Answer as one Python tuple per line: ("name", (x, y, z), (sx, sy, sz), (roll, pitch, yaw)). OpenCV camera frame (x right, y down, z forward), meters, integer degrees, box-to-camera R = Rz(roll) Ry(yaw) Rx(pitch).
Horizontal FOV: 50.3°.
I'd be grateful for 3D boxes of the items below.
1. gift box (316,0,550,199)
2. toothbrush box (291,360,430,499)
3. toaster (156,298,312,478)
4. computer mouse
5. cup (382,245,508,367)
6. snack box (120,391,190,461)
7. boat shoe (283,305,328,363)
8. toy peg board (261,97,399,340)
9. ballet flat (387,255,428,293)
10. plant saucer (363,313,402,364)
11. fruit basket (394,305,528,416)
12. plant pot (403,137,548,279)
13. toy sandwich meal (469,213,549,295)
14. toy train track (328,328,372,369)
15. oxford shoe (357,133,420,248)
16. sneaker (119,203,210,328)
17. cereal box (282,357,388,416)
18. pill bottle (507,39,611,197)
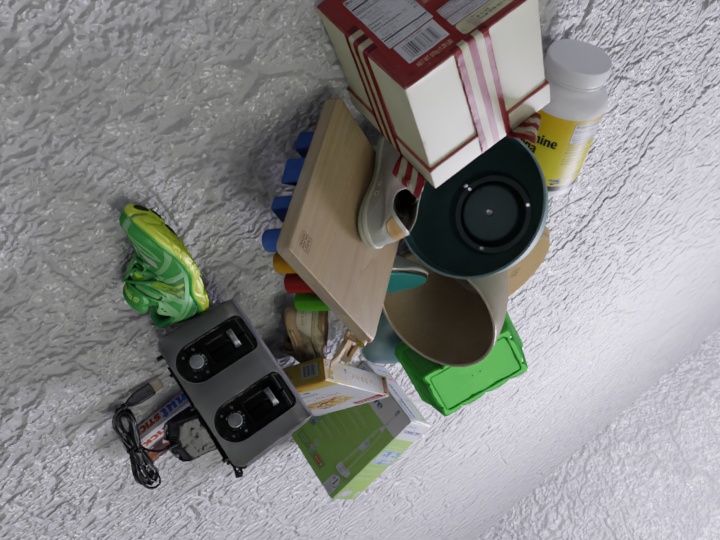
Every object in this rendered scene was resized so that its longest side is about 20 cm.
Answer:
("gift box", (0.083, -0.203, 0.796), (0.184, 0.200, 0.187), (-33, 150, -1))
("toothbrush box", (-0.002, 0.285, 1.362), (0.200, 0.146, 0.086), (-47, 147, 11))
("toaster", (-0.158, 0.152, 0.966), (0.118, 0.181, 0.200), (-32, 171, -15))
("computer mouse", (-0.241, 0.199, 1.064), (0.199, 0.046, 0.141), (-27, 110, -12))
("cup", (0.148, 0.026, 1.181), (0.143, 0.200, 0.201), (-43, 157, -41))
("snack box", (-0.247, 0.201, 1.113), (0.200, 0.024, 0.072), (-39, 147, -2))
("boat shoe", (-0.081, 0.099, 1.134), (0.064, 0.072, 0.200), (3, 150, -1))
("toy peg board", (-0.045, -0.053, 0.885), (0.199, 0.097, 0.201), (50, 46, -47))
("ballet flat", (0.000, 0.000, 1.064), (0.199, 0.070, 0.070), (-9, 139, -23))
("plant saucer", (0.097, 0.105, 1.342), (0.200, 0.039, 0.201), (-27, 147, -19))
("fruit basket", (0.170, 0.135, 1.308), (0.215, 0.216, 0.156), (-34, 115, -9))
("plant pot", (0.165, -0.085, 1.043), (0.200, 0.200, 0.134), (-49, 160, 14))
("toy sandwich meal", (0.239, -0.021, 1.314), (0.205, 0.070, 0.205), (-31, 152, -19))
("toy train track", (0.002, 0.069, 1.026), (0.115, 0.032, 0.200), (-58, 168, -35))
("oxford shoe", (0.049, -0.112, 0.900), (0.058, 0.201, 0.075), (-7, 143, 31))
("sneaker", (-0.224, 0.007, 0.847), (0.083, 0.074, 0.200), (-34, 149, -17))
("cereal box", (-0.064, 0.180, 1.161), (0.143, 0.040, 0.200), (-19, 156, 25))
("pill bottle", (0.272, -0.209, 1.061), (0.112, 0.113, 0.200), (-22, 144, -27))
